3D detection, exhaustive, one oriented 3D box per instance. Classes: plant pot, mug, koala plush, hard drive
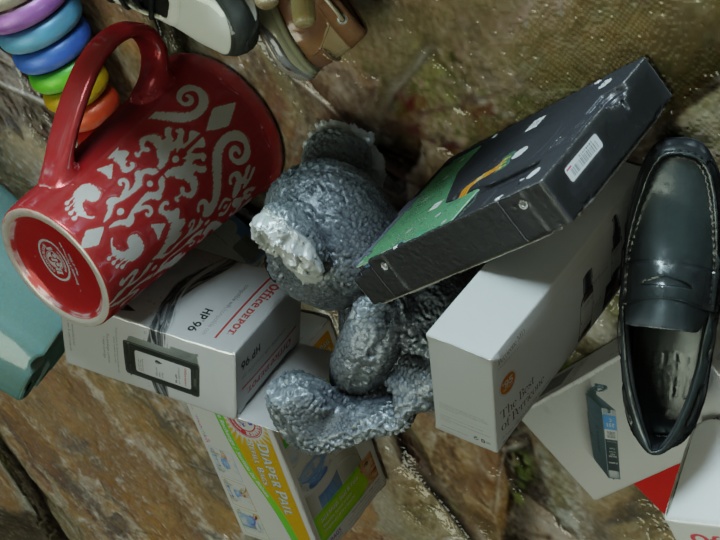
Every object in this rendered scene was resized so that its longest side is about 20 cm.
[{"bbox_3d":[-0.365,0.010,1.366,0.195,0.201,0.200,34,144,-3],"label":"plant pot"},{"bbox_3d":[-0.184,-0.076,1.084,0.178,0.200,0.133,49,144,-10],"label":"mug"},{"bbox_3d":[0.000,0.000,1.026,0.183,0.178,0.201,-17,114,35],"label":"koala plush"},{"bbox_3d":[0.092,-0.052,0.897,0.038,0.140,0.199,51,142,-12],"label":"hard drive"}]

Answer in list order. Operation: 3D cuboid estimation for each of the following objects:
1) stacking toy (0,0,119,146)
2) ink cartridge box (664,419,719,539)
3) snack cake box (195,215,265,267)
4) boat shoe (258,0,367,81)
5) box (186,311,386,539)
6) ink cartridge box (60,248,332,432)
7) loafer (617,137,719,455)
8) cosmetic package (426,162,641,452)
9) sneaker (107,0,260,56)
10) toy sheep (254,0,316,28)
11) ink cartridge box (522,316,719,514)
[{"bbox_3d":[-0.244,-0.166,1.162,0.085,0.086,0.201,8,137,38],"label":"stacking toy"},{"bbox_3d":[0.308,0.198,0.950,0.147,0.086,0.201,-1,138,37],"label":"ink cartridge box"},{"bbox_3d":[-0.168,0.010,1.267,0.115,0.067,0.200,40,144,1],"label":"snack cake box"},{"bbox_3d":[-0.056,-0.229,0.932,0.071,0.076,0.201,-23,103,16],"label":"boat shoe"},{"bbox_3d":[-0.069,0.144,1.269,0.101,0.113,0.201,10,131,37],"label":"box"},{"bbox_3d":[-0.123,0.045,1.117,0.198,0.116,0.068,16,126,19],"label":"ink cartridge box"},{"bbox_3d":[0.197,0.019,0.885,0.067,0.070,0.203,5,108,14],"label":"loafer"},{"bbox_3d":[0.116,0.015,0.889,0.050,0.200,0.083,19,138,30],"label":"cosmetic package"},{"bbox_3d":[-0.153,-0.195,0.916,0.199,0.080,0.074,36,147,12],"label":"sneaker"},{"bbox_3d":[-0.010,-0.227,0.830,0.198,0.138,0.139,-11,121,23],"label":"toy sheep"},{"bbox_3d":[0.234,0.125,1.020,0.176,0.045,0.200,46,144,-2],"label":"ink cartridge box"}]
